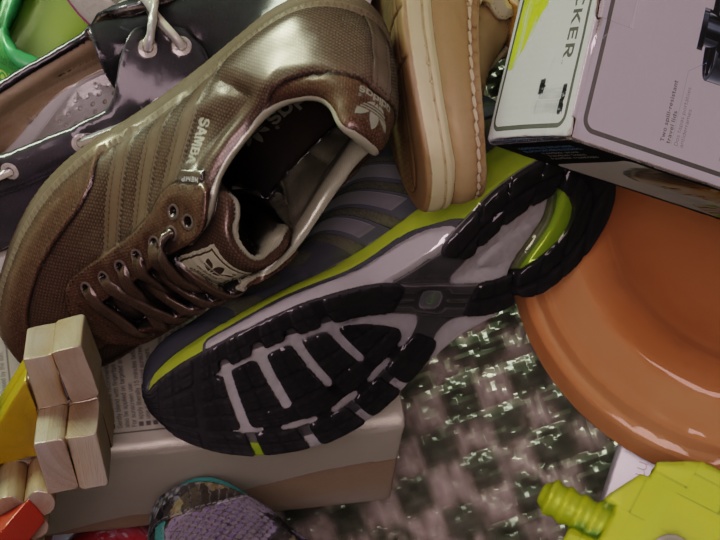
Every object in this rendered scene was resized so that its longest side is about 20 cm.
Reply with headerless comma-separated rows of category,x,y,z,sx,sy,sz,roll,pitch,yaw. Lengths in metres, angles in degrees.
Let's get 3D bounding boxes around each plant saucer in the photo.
plant saucer,0.160,-0.011,1.103,0.199,0.038,0.201,0,64,0

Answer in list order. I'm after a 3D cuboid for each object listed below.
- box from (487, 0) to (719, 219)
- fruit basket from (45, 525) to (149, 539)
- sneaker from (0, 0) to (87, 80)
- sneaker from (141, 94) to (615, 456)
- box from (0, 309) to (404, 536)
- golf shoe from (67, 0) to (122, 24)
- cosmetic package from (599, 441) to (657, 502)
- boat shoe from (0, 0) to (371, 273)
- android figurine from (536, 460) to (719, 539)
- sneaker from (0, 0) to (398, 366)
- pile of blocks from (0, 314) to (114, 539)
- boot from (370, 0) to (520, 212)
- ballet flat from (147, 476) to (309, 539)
box,0.155,-0.076,1.013,0.199,0.060,0.117,15,84,-27
fruit basket,-0.127,0.151,1.140,0.200,0.094,0.185,-41,81,-1
sneaker,-0.141,-0.068,1.158,0.074,0.084,0.201,15,89,8
sneaker,0.000,0.000,1.070,0.199,0.074,0.081,-30,41,-14
box,-0.088,0.048,1.112,0.199,0.078,0.095,-5,62,-7
golf shoe,-0.049,-0.179,1.122,0.075,0.091,0.201,36,58,-21
cosmetic package,0.191,0.127,1.111,0.199,0.074,0.102,17,88,9
boat shoe,-0.087,-0.072,1.054,0.200,0.074,0.060,-31,127,15
android figurine,0.145,0.149,1.029,0.199,0.041,0.183,29,77,6
sneaker,-0.065,-0.019,1.003,0.070,0.076,0.200,32,117,-27
pile of blocks,-0.154,0.106,1.028,0.082,0.062,0.201,21,116,-14
boot,0.083,-0.114,1.052,0.155,0.073,0.201,2,61,-8
ballet flat,-0.004,0.157,1.098,0.200,0.072,0.072,32,91,-21
